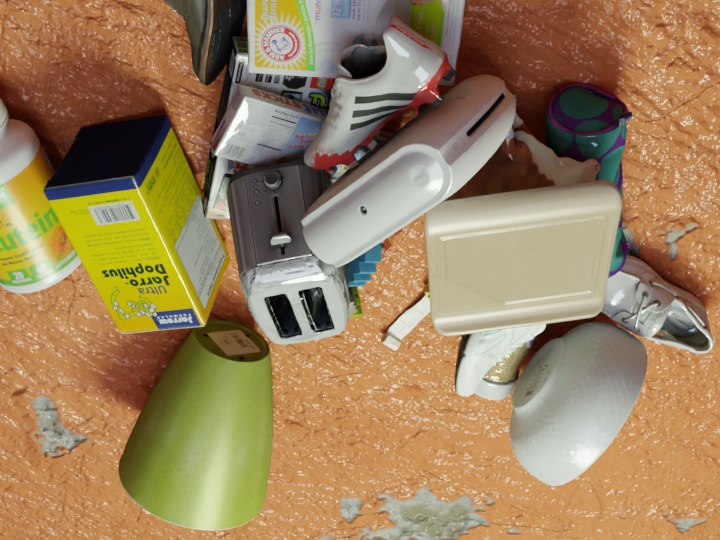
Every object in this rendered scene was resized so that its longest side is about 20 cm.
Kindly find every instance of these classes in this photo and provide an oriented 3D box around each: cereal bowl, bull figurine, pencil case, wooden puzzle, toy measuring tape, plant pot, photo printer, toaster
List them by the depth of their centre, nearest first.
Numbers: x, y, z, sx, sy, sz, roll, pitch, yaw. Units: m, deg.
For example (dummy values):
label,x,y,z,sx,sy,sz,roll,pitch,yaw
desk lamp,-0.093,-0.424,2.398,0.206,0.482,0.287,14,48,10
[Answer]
label,x,y,z,sx,sy,sz,roll,pitch,yaw
photo printer,0.052,-0.098,1.093,0.070,0.167,0.199,50,132,-7
wooden puzzle,0.155,-0.013,1.148,0.182,0.038,0.201,-8,144,1
bull figurine,0.140,-0.109,1.172,0.198,0.065,0.123,-6,108,43
toaster,-0.070,-0.012,1.203,0.112,0.131,0.201,-9,151,2
pencil case,0.239,-0.089,1.220,0.092,0.085,0.202,-28,133,-22
cereal bowl,0.233,0.139,1.335,0.083,0.201,0.200,35,123,-9
toy measuring tape,0.093,0.044,1.339,0.073,0.074,0.200,32,123,-22
plant pot,-0.177,0.168,1.395,0.184,0.188,0.202,14,113,-10

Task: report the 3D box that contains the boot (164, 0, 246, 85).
label,x,y,z,sx,sy,sz,roll,pitch,yaw
boot,-0.162,-0.273,1.112,0.096,0.075,0.201,27,138,11

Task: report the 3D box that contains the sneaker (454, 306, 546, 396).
label,x,y,z,sx,sy,sz,roll,pitch,yaw
sneaker,0.158,0.059,1.260,0.079,0.071,0.202,20,117,-4

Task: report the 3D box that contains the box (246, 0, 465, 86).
label,x,y,z,sx,sy,sz,roll,pitch,yaw
box,-0.006,-0.250,1.088,0.197,0.102,0.114,4,128,-2

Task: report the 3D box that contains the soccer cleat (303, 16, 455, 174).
label,x,y,z,sx,sy,sz,roll,pitch,yaw
soccer cleat,-0.001,-0.156,1.057,0.085,0.069,0.199,40,141,-18

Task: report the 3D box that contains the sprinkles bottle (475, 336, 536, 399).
label,x,y,z,sx,sy,sz,roll,pitch,yaw
sprinkles bottle,0.176,0.057,1.348,0.067,0.069,0.202,12,128,-8

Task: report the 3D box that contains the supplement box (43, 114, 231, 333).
label,x,y,z,sx,sy,sz,roll,pitch,yaw
supplement box,-0.231,-0.046,1.243,0.108,0.110,0.202,-6,129,19

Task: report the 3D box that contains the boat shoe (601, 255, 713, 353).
label,x,y,z,sx,sy,sz,roll,pitch,yaw
boat shoe,0.322,0.040,1.316,0.198,0.070,0.071,20,118,-23

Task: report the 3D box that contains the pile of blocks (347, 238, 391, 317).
label,x,y,z,sx,sy,sz,roll,pitch,yaw
pile of blocks,0.000,0.000,1.301,0.061,0.083,0.201,-2,139,-36

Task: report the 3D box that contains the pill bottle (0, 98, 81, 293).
label,x,y,z,sx,sy,sz,roll,pitch,yaw
pill bottle,-0.371,-0.086,1.221,0.109,0.112,0.202,-12,127,11

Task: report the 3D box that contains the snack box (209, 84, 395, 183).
label,x,y,z,sx,sy,sz,roll,pitch,yaw
snack box,-0.050,-0.128,1.185,0.198,0.024,0.072,12,124,-35

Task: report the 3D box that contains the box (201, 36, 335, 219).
label,x,y,z,sx,sy,sz,roll,pitch,yaw
box,-0.095,-0.139,1.205,0.108,0.035,0.202,2,130,-19
